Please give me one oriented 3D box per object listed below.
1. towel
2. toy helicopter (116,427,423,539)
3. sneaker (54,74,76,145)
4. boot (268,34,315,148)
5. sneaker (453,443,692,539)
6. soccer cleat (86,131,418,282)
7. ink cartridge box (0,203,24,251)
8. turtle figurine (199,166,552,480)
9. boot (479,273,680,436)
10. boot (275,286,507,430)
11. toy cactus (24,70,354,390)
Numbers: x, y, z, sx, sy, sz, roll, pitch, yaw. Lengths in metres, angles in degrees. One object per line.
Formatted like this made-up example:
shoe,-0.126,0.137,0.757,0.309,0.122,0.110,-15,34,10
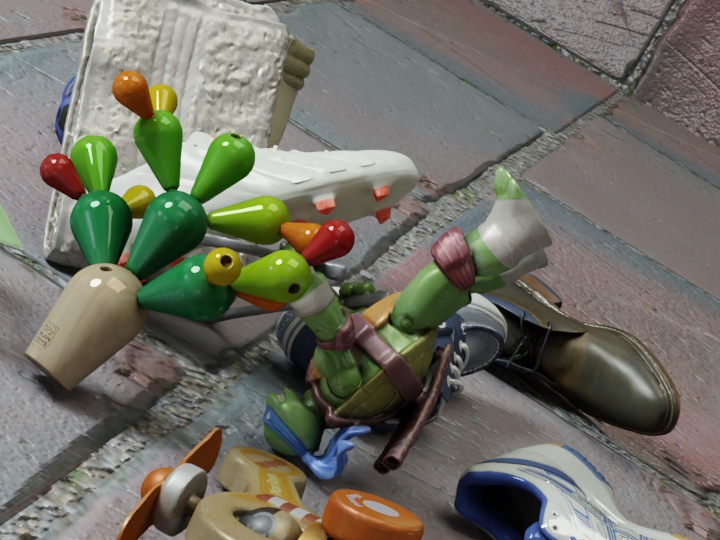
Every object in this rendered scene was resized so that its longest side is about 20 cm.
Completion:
towel,-0.118,-0.086,1.275,0.132,0.201,0.034,16,-16,-25
toy helicopter,-0.052,0.120,0.994,0.132,0.079,0.200,18,7,-9
sneaker,-0.181,-0.108,1.447,0.078,0.076,0.200,23,7,7
boot,-0.110,-0.099,1.350,0.073,0.156,0.200,25,9,33
sneaker,0.132,0.172,1.157,0.088,0.076,0.200,-2,28,-43
soccer cleat,-0.067,-0.052,1.205,0.069,0.199,0.078,81,-4,-70
ink cartridge box,-0.284,-0.041,1.051,0.200,0.059,0.104,19,19,-35
turtle figurine,0.000,0.000,1.166,0.200,0.194,0.144,54,-5,44
boot,0.136,0.066,1.490,0.097,0.075,0.200,-2,27,-42
boot,0.039,0.064,1.317,0.200,0.073,0.090,2,38,-45
toy cactus,-0.112,-0.011,1.072,0.200,0.165,0.102,32,-14,31
